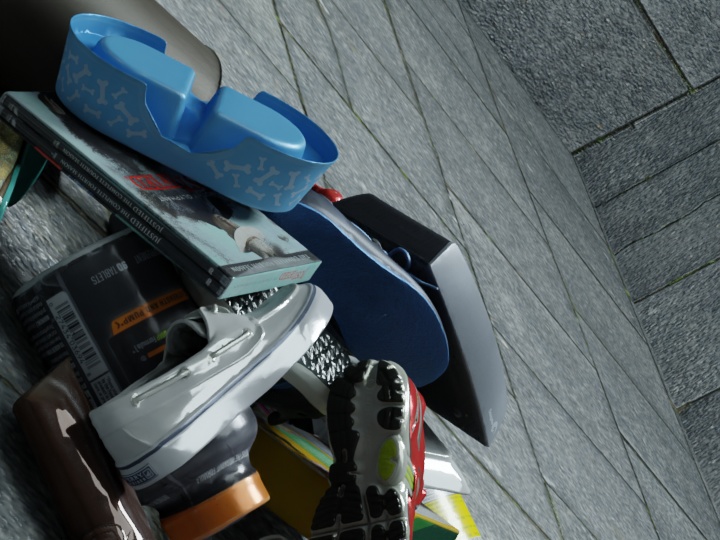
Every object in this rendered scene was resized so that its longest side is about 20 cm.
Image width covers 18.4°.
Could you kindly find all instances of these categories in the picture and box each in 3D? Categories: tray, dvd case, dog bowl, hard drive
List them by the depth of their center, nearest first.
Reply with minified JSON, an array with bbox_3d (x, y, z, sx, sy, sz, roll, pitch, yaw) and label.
[{"bbox_3d":[-0.131,-0.054,1.464,0.200,0.022,0.146,40,17,15],"label":"dvd case"},{"bbox_3d":[-0.113,-0.102,1.486,0.200,0.050,0.112,26,19,-8],"label":"dog bowl"},{"bbox_3d":[0.049,0.035,1.710,0.135,0.042,0.200,32,-28,42],"label":"hard drive"},{"bbox_3d":[0.006,0.105,1.750,0.107,0.022,0.200,13,24,-36],"label":"tray"}]

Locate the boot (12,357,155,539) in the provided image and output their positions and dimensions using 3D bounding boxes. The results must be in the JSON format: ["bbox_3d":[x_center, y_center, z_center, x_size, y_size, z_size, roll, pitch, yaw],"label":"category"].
[{"bbox_3d":[-0.164,0.143,1.300,0.186,0.064,0.200,61,6,-78],"label":"boot"}]

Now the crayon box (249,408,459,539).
[{"bbox_3d":[-0.028,0.163,1.651,0.126,0.052,0.200,34,2,36],"label":"crayon box"}]

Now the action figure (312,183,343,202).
[{"bbox_3d":[-0.065,-0.044,1.791,0.052,0.200,0.066,20,84,-50],"label":"action figure"}]

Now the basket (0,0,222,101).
[{"bbox_3d":[-0.222,-0.178,1.601,0.200,0.136,0.180,45,-14,-31],"label":"basket"}]

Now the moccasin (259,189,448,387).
[{"bbox_3d":[0.000,0.000,1.593,0.200,0.080,0.068,53,11,-32],"label":"moccasin"}]

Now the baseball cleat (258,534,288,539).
[{"bbox_3d":[-0.039,0.220,1.572,0.200,0.070,0.107,-77,148,-71],"label":"baseball cleat"}]

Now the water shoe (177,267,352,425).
[{"bbox_3d":[-0.081,0.052,1.532,0.200,0.079,0.072,46,32,-42],"label":"water shoe"}]

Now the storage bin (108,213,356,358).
[{"bbox_3d":[-0.099,0.005,1.675,0.146,0.134,0.200,44,22,-50],"label":"storage bin"}]

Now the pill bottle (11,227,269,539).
[{"bbox_3d":[-0.136,0.080,1.444,0.200,0.106,0.106,61,13,2],"label":"pill bottle"}]

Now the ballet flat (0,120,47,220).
[{"bbox_3d":[-0.247,-0.069,1.449,0.071,0.071,0.200,58,12,-13],"label":"ballet flat"}]

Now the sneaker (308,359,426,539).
[{"bbox_3d":[0.018,0.163,1.533,0.085,0.077,0.200,36,58,-58],"label":"sneaker"}]

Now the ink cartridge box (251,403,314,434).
[{"bbox_3d":[-0.079,0.082,1.811,0.095,0.037,0.200,51,15,-34],"label":"ink cartridge box"}]

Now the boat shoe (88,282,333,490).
[{"bbox_3d":[-0.090,0.053,1.370,0.065,0.074,0.200,55,43,-10],"label":"boat shoe"}]

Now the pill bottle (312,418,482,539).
[{"bbox_3d":[0.030,0.193,1.830,0.200,0.104,0.104,64,14,14],"label":"pill bottle"}]
